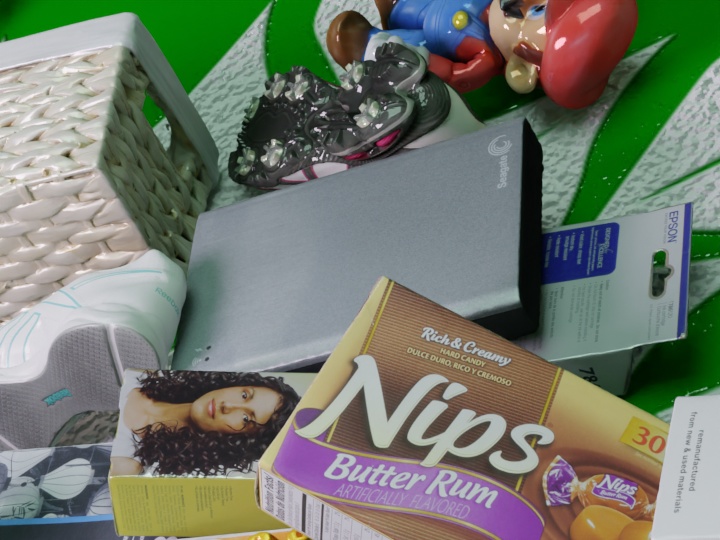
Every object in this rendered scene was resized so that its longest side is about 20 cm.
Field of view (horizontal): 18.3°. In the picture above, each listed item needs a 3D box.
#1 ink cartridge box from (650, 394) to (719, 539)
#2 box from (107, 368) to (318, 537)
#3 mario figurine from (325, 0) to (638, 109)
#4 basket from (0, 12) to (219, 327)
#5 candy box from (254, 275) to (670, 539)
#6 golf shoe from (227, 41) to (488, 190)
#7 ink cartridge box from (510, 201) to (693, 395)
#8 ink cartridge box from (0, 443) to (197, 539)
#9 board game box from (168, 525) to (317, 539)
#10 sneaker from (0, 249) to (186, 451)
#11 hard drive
[{"bbox_3d":[0.235,0.120,0.903,0.199,0.146,0.085,-5,44,23],"label":"ink cartridge box"},{"bbox_3d":[-0.020,0.091,1.097,0.199,0.050,0.075,1,45,1],"label":"box"},{"bbox_3d":[0.072,-0.157,1.304,0.199,0.106,0.124,6,80,41],"label":"mario figurine"},{"bbox_3d":[-0.200,-0.046,1.321,0.199,0.136,0.124,-13,45,17],"label":"basket"},{"bbox_3d":[0.066,0.100,1.020,0.199,0.057,0.117,29,63,12],"label":"candy box"},{"bbox_3d":[-0.006,-0.072,1.296,0.200,0.088,0.077,-3,62,57],"label":"golf shoe"},{"bbox_3d":[0.081,0.026,1.167,0.199,0.039,0.100,-10,43,22],"label":"ink cartridge box"},{"bbox_3d":[-0.123,0.136,1.153,0.199,0.039,0.100,-6,44,22],"label":"ink cartridge box"},{"bbox_3d":[-0.111,0.218,1.040,0.199,0.026,0.201,-8,61,21],"label":"board game box"},{"bbox_3d":[-0.165,0.049,1.234,0.200,0.070,0.080,-21,29,38],"label":"sneaker"},{"bbox_3d":[0.000,0.000,1.183,0.199,0.033,0.140,-16,41,20],"label":"hard drive"}]
